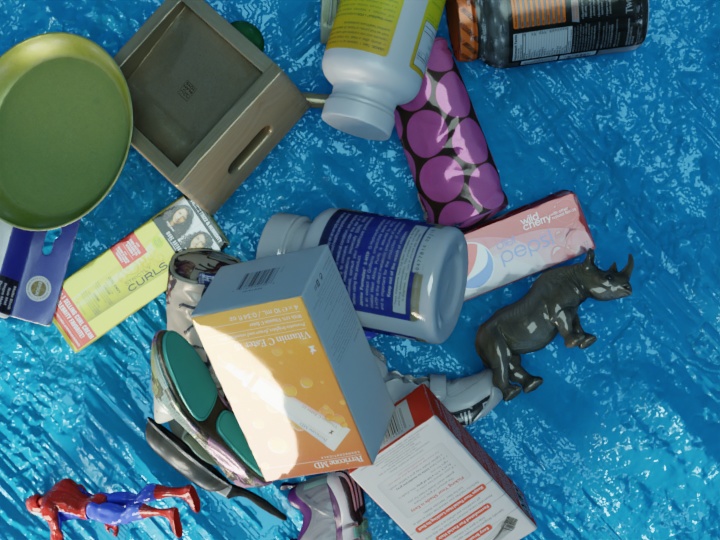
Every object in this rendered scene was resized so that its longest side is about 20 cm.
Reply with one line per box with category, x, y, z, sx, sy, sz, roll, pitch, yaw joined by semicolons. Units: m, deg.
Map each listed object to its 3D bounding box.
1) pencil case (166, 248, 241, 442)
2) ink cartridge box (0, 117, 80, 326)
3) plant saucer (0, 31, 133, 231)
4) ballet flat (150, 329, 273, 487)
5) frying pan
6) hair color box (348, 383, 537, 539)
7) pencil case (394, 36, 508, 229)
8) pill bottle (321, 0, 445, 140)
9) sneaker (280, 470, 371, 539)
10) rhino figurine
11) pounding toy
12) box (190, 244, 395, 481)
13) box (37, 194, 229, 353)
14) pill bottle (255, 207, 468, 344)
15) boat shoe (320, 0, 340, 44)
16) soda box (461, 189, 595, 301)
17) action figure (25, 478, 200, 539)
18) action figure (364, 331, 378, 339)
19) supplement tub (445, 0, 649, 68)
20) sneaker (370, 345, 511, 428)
pencil case;-0.157;0.083;1.671;0.089;0.078;0.202;13;113;27
ink cartridge box;-0.392;-0.061;1.664;0.198;0.041;0.201;13;83;4
plant saucer;-0.308;-0.137;1.613;0.198;0.031;0.202;-3;82;23
ballet flat;-0.163;0.149;1.626;0.071;0.069;0.200;-25;114;34
frying pan;-0.165;0.212;1.707;0.031;0.115;0.190;-50;139;-6
hair color box;0.083;0.223;1.677;0.111;0.064;0.200;-35;120;10
pencil case;0.082;-0.140;1.701;0.093;0.091;0.202;-19;92;24
pill bottle;0.023;-0.238;1.616;0.103;0.104;0.202;17;81;-4
sneaker;-0.029;0.316;1.730;0.087;0.074;0.202;-11;88;16
rhino figurine;0.206;0.045;1.686;0.200;0.060;0.088;-39;70;2
pounding toy;-0.138;-0.176;1.658;0.184;0.142;0.200;42;89;21
box;-0.063;0.093;1.582;0.123;0.098;0.201;-12;117;23
box;-0.238;0.000;1.700;0.199;0.050;0.076;-34;95;-1
pill bottle;0.000;0.000;1.638;0.198;0.120;0.121;10;92;19
boat shoe;-0.022;-0.335;1.690;0.061;0.072;0.202;-5;95;-3
soda box;0.145;-0.019;1.719;0.199;0.063;0.071;-22;94;-2
action figure;-0.262;0.270;1.691;0.198;0.065;0.100;2;118;24
action figure;-0.041;0.079;1.697;0.200;0.052;0.065;-40;51;-9
supplement tub;0.193;-0.279;1.681;0.198;0.123;0.124;-8;93;-3
sneaker;0.055;0.125;1.712;0.199;0.075;0.116;-26;97;1
